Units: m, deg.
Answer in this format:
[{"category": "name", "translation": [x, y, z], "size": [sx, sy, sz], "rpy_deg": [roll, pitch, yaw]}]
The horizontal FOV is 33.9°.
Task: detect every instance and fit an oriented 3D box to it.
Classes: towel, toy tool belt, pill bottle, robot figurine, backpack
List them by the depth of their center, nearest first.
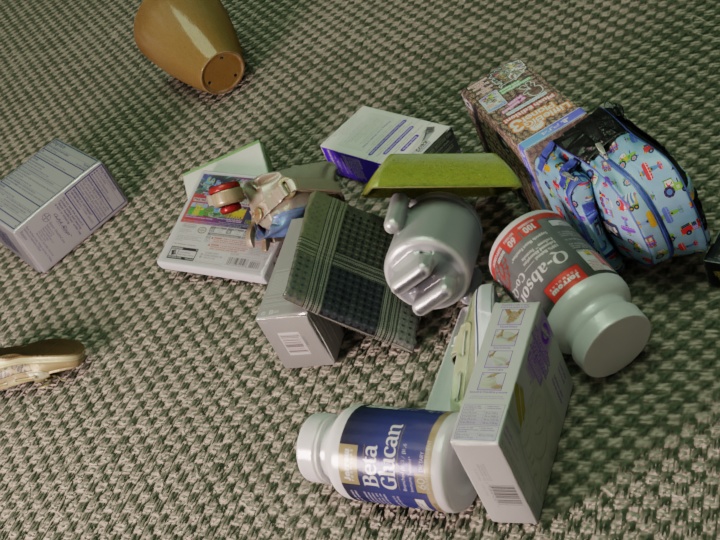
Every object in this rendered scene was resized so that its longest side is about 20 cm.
[{"category": "pill bottle", "translation": [0.031, 0.210, 1.347], "size": [0.200, 0.111, 0.111], "rpy_deg": [0, 46, 32]}, {"category": "pill bottle", "translation": [0.250, 0.027, 1.412], "size": [0.116, 0.116, 0.200], "rpy_deg": [-32, 48, -6]}, {"category": "backpack", "translation": [0.326, -0.082, 1.440], "size": [0.134, 0.183, 0.200], "rpy_deg": [-33, 35, -3]}, {"category": "robot figurine", "translation": [0.096, -0.028, 1.537], "size": [0.113, 0.170, 0.200], "rpy_deg": [-32, 20, 32]}, {"category": "towel", "translation": [0.000, 0.000, 1.577], "size": [0.192, 0.035, 0.200], "rpy_deg": [22, 49, -10]}, {"category": "toy tool belt", "translation": [-0.114, -0.082, 1.716], "size": [0.200, 0.123, 0.125], "rpy_deg": [-15, 0, -31]}]

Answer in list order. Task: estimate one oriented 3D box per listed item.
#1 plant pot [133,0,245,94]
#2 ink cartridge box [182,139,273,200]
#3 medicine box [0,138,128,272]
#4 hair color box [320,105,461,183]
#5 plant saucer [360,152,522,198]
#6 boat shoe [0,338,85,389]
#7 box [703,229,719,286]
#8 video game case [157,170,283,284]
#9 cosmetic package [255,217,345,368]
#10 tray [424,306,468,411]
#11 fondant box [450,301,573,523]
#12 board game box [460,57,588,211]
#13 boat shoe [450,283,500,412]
[{"category": "plant pot", "translation": [-0.307, -0.425, 2.243], "size": [0.186, 0.187, 0.200], "rpy_deg": [-34, 52, -8]}, {"category": "ink cartridge box", "translation": [-0.201, -0.103, 1.899], "size": [0.145, 0.048, 0.200], "rpy_deg": [-23, 54, 7]}, {"category": "medicine box", "translation": [-0.544, -0.118, 2.074], "size": [0.200, 0.103, 0.182], "rpy_deg": [-42, 40, -19]}, {"category": "hair color box", "translation": [0.046, -0.186, 1.830], "size": [0.109, 0.065, 0.200], "rpy_deg": [-45, 39, -22]}, {"category": "plant saucer", "translation": [0.104, -0.129, 1.601], "size": [0.199, 0.048, 0.200], "rpy_deg": [-1, 0, -3]}, {"category": "boat shoe", "translation": [-0.502, 0.147, 1.791], "size": [0.200, 0.063, 0.073], "rpy_deg": [-7, 16, 20]}, {"category": "box", "translation": [0.527, -0.038, 1.385], "size": [0.200, 0.046, 0.159], "rpy_deg": [10, 52, 39]}, {"category": "video game case", "translation": [-0.197, -0.071, 1.832], "size": [0.200, 0.023, 0.182], "rpy_deg": [8, 61, 28]}, {"category": "cosmetic package", "translation": [-0.065, 0.025, 1.622], "size": [0.090, 0.107, 0.200], "rpy_deg": [-6, 45, 26]}, {"category": "tray", "translation": [0.150, 0.122, 1.449], "size": [0.107, 0.022, 0.200], "rpy_deg": [-1, 45, 29]}, {"category": "fondant box", "translation": [0.171, 0.154, 1.299], "size": [0.058, 0.144, 0.200], "rpy_deg": [-4, 44, 28]}, {"category": "board game box", "translation": [0.242, -0.171, 1.617], "size": [0.097, 0.160, 0.200], "rpy_deg": [-31, 37, -3]}, {"category": "boat shoe", "translation": [0.138, 0.097, 1.410], "size": [0.062, 0.072, 0.200], "rpy_deg": [-10, 44, 18]}]
